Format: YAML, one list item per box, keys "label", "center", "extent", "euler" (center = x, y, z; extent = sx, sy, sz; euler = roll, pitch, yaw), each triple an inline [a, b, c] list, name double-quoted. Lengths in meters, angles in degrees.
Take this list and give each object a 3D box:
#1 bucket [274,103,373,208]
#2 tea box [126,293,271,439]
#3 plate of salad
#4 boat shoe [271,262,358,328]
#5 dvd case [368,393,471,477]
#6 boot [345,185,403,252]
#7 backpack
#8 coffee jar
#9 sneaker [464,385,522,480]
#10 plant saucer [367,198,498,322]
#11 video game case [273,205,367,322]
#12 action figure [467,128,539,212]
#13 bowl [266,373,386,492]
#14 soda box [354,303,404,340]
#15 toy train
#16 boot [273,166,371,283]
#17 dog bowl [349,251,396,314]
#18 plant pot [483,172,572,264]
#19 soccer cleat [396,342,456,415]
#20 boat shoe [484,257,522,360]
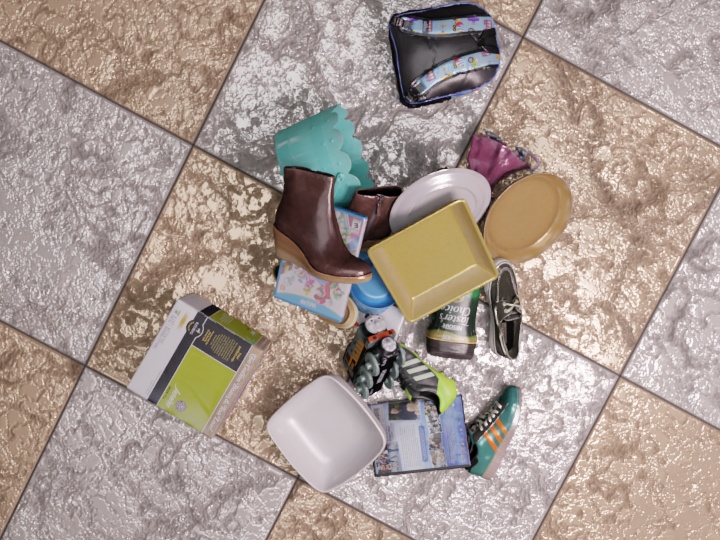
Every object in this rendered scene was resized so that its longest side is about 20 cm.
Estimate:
- label: "bucket"
  center: [-0.066, -0.201, 1.442]
  extent: [0.133, 0.207, 0.210]
  euler: [-18, 93, 12]
- label: "tea box"
  center: [-0.311, 0.183, 1.495]
  extent: [0.195, 0.134, 0.201]
  euler: [32, 93, -1]
- label: "plate of salad"
  center: [0.146, -0.121, 1.412]
  extent: [0.197, 0.201, 0.048]
  euler: [-19, 53, 1]
- label: "boat shoe"
  center: [-0.093, 0.047, 1.450]
  extent: [0.199, 0.066, 0.075]
  euler: [31, 99, 26]
- label: "dvd case"
  center: [0.116, 0.333, 1.532]
  extent: [0.197, 0.018, 0.145]
  euler: [-8, 81, 8]
- label: "boot"
  center: [-0.029, -0.093, 1.404]
  extent: [0.197, 0.167, 0.073]
  euler: [-6, 54, -20]
- label: "backpack"
  center: [0.161, -0.414, 1.459]
  extent: [0.197, 0.135, 0.185]
  euler: [-12, 93, 1]
- label: "coffee jar"
  center: [0.188, 0.075, 1.512]
  extent: [0.103, 0.085, 0.203]
  euler: [6, 94, -1]
- label: "sneaker"
  center: [0.261, 0.320, 1.533]
  extent: [0.079, 0.071, 0.202]
  euler: [21, 94, -5]
- label: "plant saucer"
  center: [0.133, -0.024, 1.409]
  extent: [0.198, 0.049, 0.201]
  euler: [-27, 125, 6]
- label: "video game case"
  center: [-0.075, -0.022, 1.379]
  extent: [0.141, 0.018, 0.203]
  euler: [19, 109, 15]
- label: "action figure"
  center: [0.237, -0.171, 1.509]
  extent: [0.134, 0.148, 0.202]
  euler: [40, 112, 38]
- label: "bowl"
  center: [-0.061, 0.315, 1.517]
  extent: [0.199, 0.075, 0.201]
  euler: [-40, 91, 17]
- label: "soda box"
  center: [-0.008, 0.072, 1.522]
  extent: [0.198, 0.063, 0.069]
  euler: [22, 94, -1]
- label: "toy train"
  center: [0.021, 0.165, 1.460]
  extent: [0.084, 0.201, 0.115]
  euler: [-18, 62, -22]
- label: "boot"
  center: [-0.061, -0.078, 1.301]
  extent: [0.198, 0.072, 0.169]
  euler: [19, 112, 21]
- label: "dog bowl"
  center: [0.000, 0.000, 1.487]
  extent: [0.111, 0.050, 0.201]
  euler: [-24, 68, -26]
- label: "plant pot"
  center: [0.322, -0.104, 1.484]
  extent: [0.197, 0.028, 0.202]
  euler: [-13, 126, -18]
- label: "soccer cleat"
  center: [0.098, 0.208, 1.511]
  extent: [0.199, 0.068, 0.081]
  euler: [32, 62, 10]
- label: "boat shoe"
  center: [0.292, 0.077, 1.504]
  extent: [0.070, 0.064, 0.203]
  euler: [-12, 105, -19]
